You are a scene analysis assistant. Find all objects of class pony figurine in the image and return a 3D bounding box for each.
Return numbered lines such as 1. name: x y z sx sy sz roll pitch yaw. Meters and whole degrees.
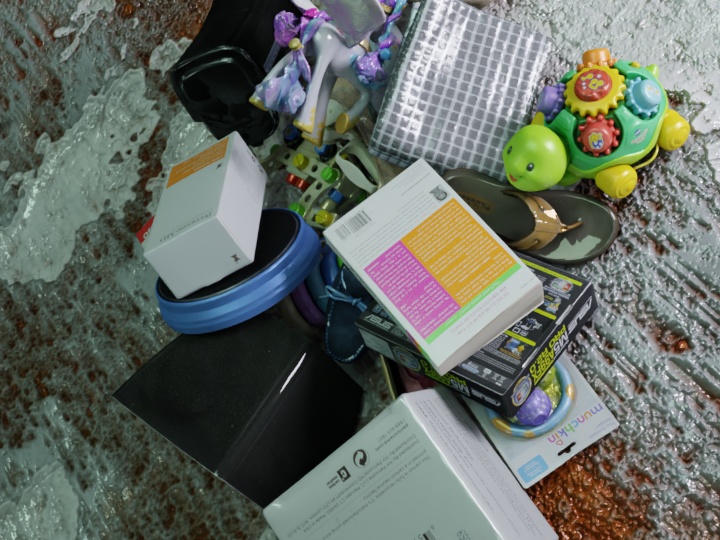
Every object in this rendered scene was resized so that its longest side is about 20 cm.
1. pony figurine: -0.038 -0.253 1.331 0.166 0.193 0.200 28 89 40

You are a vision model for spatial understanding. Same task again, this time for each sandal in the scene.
1. sandal: 0.170 -0.058 1.275 0.200 0.055 0.082 20 104 9

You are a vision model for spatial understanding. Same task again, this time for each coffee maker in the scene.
1. coffee maker: -0.158 -0.278 1.497 0.135 0.192 0.200 -41 20 36

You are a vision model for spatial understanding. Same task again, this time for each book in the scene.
1. book: 0.071 -0.007 1.228 0.134 0.048 0.200 -36 61 -6

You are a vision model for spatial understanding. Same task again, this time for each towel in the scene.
1. towel: 0.112 -0.199 1.344 0.165 0.086 0.200 18 82 -1

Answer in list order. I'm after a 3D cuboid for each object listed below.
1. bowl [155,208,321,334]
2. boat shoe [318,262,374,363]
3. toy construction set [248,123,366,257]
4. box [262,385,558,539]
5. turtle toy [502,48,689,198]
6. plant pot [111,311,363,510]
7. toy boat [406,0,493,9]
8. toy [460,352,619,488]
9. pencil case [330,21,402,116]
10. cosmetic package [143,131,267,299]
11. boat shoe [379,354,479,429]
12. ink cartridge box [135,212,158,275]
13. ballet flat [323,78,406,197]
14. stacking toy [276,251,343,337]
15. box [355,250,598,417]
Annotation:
1. bowl: -0.143 -0.005 1.378 0.200 0.039 0.201 -20 28 11
2. boat shoe: 0.000 0.008 1.331 0.084 0.069 0.200 15 98 7
3. toy construction set: -0.078 -0.108 1.489 0.200 0.092 0.131 29 90 27
4. box: 0.050 0.252 1.195 0.199 0.131 0.200 -41 74 17
5. turtle toy: 0.234 -0.151 1.257 0.200 0.101 0.146 -42 53 -3
6. plant pot: -0.117 0.151 1.357 0.200 0.200 0.178 26 75 38
7. toy boat: 0.080 -0.383 1.439 0.200 0.130 0.131 22 109 37
8. toy: 0.160 0.110 1.247 0.115 0.047 0.200 -35 51 1
9. pencil case: 0.028 -0.253 1.469 0.091 0.083 0.200 -40 54 10
10. cosmetic package: -0.172 -0.066 1.370 0.101 0.071 0.200 -26 29 16
11. boat shoe: 0.069 0.148 1.296 0.074 0.066 0.200 -39 55 17
12. ink cartridge box: -0.212 -0.037 1.561 0.116 0.067 0.200 -45 53 12
13. ballet flat: -0.008 -0.155 1.427 0.200 0.067 0.068 57 152 25
14. stacking toy: 0.000 0.000 1.399 0.200 0.085 0.085 -28 59 18
15. box: 0.119 0.046 1.257 0.200 0.044 0.160 24 61 36
